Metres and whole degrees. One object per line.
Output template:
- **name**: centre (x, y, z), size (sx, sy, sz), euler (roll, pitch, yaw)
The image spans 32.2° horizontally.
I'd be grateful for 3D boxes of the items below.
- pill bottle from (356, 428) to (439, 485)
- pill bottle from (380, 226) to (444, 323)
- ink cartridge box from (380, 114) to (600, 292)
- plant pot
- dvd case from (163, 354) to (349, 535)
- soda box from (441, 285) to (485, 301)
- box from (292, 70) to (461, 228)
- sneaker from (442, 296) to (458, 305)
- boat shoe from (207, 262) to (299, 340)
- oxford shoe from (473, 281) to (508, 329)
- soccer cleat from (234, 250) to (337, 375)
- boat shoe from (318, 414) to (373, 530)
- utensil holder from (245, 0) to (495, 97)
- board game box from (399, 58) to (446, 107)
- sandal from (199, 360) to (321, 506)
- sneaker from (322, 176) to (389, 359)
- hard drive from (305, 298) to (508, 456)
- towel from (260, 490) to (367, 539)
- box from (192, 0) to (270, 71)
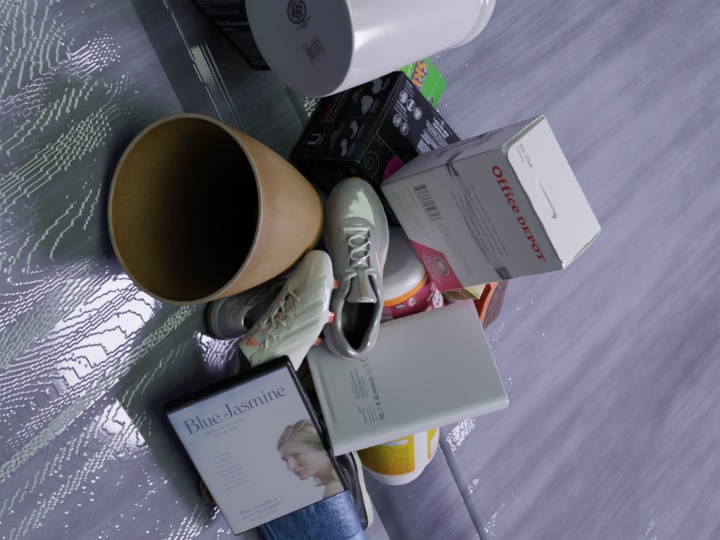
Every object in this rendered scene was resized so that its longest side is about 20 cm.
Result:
- **pill bottle**: centre (0.039, 0.181, 1.486), size (0.111, 0.111, 0.200), euler (-54, 160, -25)
- **pill bottle**: centre (0.047, 0.051, 1.496), size (0.110, 0.109, 0.200), euler (-51, 143, -27)
- **ink cartridge box**: centre (0.138, -0.067, 1.342), size (0.083, 0.200, 0.147), euler (-39, 106, -36)
- **plant pot**: centre (-0.125, -0.057, 1.295), size (0.200, 0.186, 0.187), euler (2, 95, -60)
- **dvd case**: centre (-0.109, 0.193, 1.352), size (0.142, 0.018, 0.201), euler (-22, 123, 1)
- **soda box**: centre (0.146, -0.062, 1.546), size (0.064, 0.068, 0.201), euler (34, 71, -23)
- **box**: centre (0.038, -0.126, 1.476), size (0.200, 0.114, 0.133), euler (44, 65, -41)
- **sneaker**: centre (0.113, -0.025, 1.606), size (0.090, 0.075, 0.201), euler (38, 63, -32)
- **boat shoe**: centre (-0.078, 0.036, 1.416), size (0.200, 0.069, 0.071), euler (-25, 110, -41)
- **oxford shoe**: centre (0.150, 0.067, 1.654), size (0.073, 0.071, 0.200), euler (49, 62, -43)
- **soccer cleat**: centre (-0.087, 0.068, 1.328), size (0.077, 0.069, 0.201), euler (14, 109, -30)
- **boat shoe**: centre (-0.039, 0.246, 1.488), size (0.068, 0.072, 0.201), euler (-36, 123, -35)
- **utensil holder**: centre (0.008, -0.278, 1.240), size (0.200, 0.170, 0.171), euler (-28, 115, -36)
- **board game box**: centre (0.029, -0.251, 1.509), size (0.200, 0.030, 0.096), euler (43, 67, -37)
- **sandal**: centre (-0.116, 0.178, 1.420), size (0.200, 0.054, 0.080), euler (-50, 123, -9)
- **sneaker**: centre (0.000, 0.000, 1.342), size (0.075, 0.092, 0.201), euler (-2, 94, -8)
- **hard drive**: centre (0.049, 0.117, 1.388), size (0.199, 0.132, 0.027), euler (-15, 153, -5)
- **towel**: centre (-0.050, 0.317, 1.465), size (0.049, 0.111, 0.201), euler (-93, 164, -66)
- **box**: centre (-0.087, -0.345, 1.322), size (0.182, 0.104, 0.201), euler (43, 66, -39)
